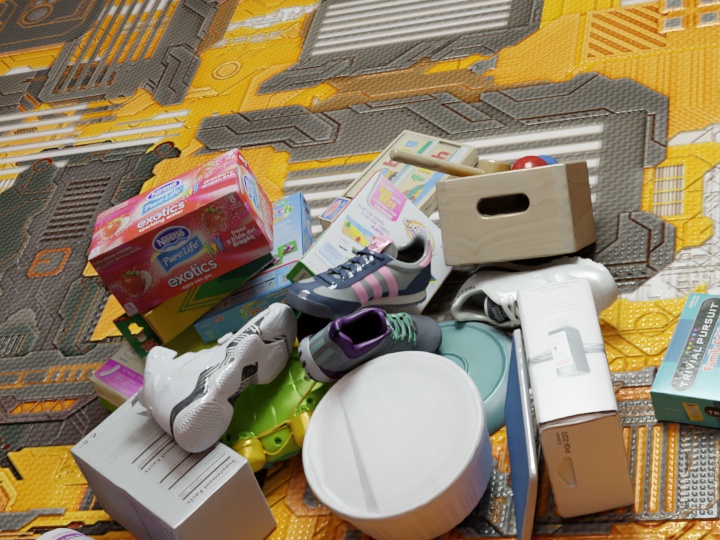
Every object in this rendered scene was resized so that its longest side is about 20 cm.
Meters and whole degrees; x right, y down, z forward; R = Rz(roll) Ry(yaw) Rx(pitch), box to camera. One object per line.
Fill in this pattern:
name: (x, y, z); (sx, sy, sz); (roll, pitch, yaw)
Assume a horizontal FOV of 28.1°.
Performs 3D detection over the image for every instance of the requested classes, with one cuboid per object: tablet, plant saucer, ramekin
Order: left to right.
ramekin: (0.046, 0.193, 1.508); (0.200, 0.095, 0.204); (-14, 49, 16)
plant saucer: (0.095, 0.124, 1.642); (0.198, 0.028, 0.201); (-13, 40, 11)
tablet: (0.164, 0.173, 1.466); (0.013, 0.131, 0.201); (0, 42, -1)

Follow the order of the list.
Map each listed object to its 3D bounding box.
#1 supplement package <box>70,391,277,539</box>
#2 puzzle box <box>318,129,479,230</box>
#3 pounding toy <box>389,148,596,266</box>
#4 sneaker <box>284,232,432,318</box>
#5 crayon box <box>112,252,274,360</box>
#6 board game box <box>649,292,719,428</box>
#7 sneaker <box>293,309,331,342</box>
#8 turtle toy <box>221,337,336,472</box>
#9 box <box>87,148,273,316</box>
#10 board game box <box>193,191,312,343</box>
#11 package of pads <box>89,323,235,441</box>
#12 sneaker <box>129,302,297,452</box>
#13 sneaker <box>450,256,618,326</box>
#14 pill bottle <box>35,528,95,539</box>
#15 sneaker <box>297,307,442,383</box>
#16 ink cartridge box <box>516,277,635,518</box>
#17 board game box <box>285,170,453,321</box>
supplement package: (-0.205, 0.239, 1.579); (0.109, 0.114, 0.199); (-41, 44, -25)
puzzle box: (0.052, -0.111, 1.937); (0.132, 0.026, 0.200); (17, 52, 39)
pounding toy: (0.160, -0.086, 1.699); (0.198, 0.144, 0.184); (-6, 3, 19)
sneaker: (0.000, 0.000, 1.603); (0.199, 0.083, 0.070); (-11, 32, -42)
crayon box: (-0.215, 0.010, 1.745); (0.199, 0.051, 0.127); (-39, 33, -10)
board game box: (0.421, 0.099, 1.500); (0.198, 0.047, 0.152); (6, 46, 30)
sneaker: (-0.072, 0.046, 1.772); (0.198, 0.084, 0.121); (3, 35, 27)
turtle toy: (-0.077, 0.149, 1.627); (0.198, 0.101, 0.147); (-23, 61, 6)
box: (-0.207, -0.044, 1.672); (0.198, 0.096, 0.100); (-24, 32, 12)
board game box: (-0.131, -0.007, 1.782); (0.150, 0.037, 0.201); (-22, 33, 11)
package of pads: (-0.213, 0.129, 1.747); (0.199, 0.069, 0.154); (22, 55, 41)
sneaker: (-0.163, 0.101, 1.571); (0.114, 0.076, 0.200); (20, 57, 36)
sneaker: (0.200, 0.034, 1.648); (0.198, 0.077, 0.080); (-5, 21, 38)
pill bottle: (-0.259, 0.347, 1.479); (0.198, 0.113, 0.112); (14, 50, 37)
sneaker: (0.030, 0.075, 1.579); (0.199, 0.088, 0.075); (-11, 67, -41)
ink cartridge box: (0.220, 0.129, 1.479); (0.084, 0.147, 0.201); (-11, 40, 9)
board game box: (0.022, -0.008, 1.719); (0.040, 0.153, 0.200); (-44, 5, 47)
